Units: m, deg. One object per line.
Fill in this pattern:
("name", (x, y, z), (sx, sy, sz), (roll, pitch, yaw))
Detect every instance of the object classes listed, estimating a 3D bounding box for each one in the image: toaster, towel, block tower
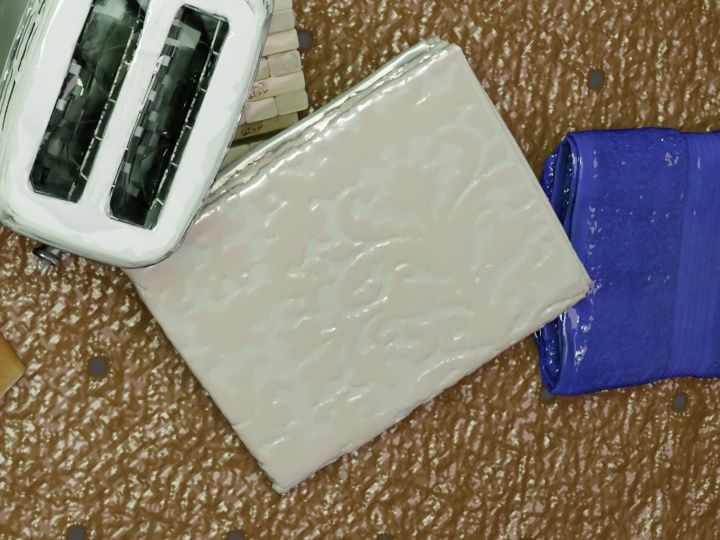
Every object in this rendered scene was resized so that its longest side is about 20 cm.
("toaster", (-0.113, -0.083, 0.984), (0.113, 0.129, 0.201), (20, 97, -17))
("towel", (0.188, -0.011, 1.233), (0.199, 0.050, 0.148), (-4, 108, -24))
("block tower", (-0.067, -0.135, 1.085), (0.054, 0.058, 0.201), (-15, 105, -22))
("towel", (0.000, 0.000, 1.109), (0.200, 0.032, 0.191), (-33, 129, 0))

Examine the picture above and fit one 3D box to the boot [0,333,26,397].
("boot", (-0.277, 0.022, 1.020), (0.188, 0.068, 0.200), (-39, 115, -27))
